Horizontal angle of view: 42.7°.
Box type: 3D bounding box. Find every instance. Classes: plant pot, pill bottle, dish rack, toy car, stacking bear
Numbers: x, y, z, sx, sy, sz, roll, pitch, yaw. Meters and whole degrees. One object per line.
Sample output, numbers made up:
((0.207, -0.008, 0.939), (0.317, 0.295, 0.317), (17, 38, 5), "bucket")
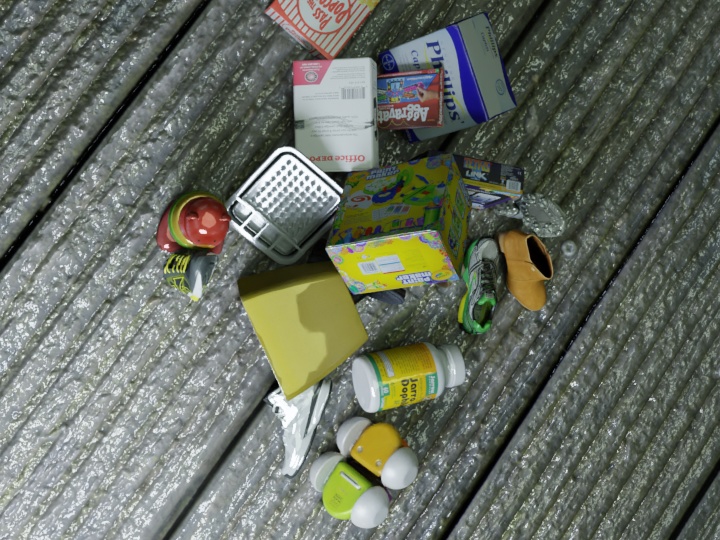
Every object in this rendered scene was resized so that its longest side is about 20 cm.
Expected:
((-0.097, 0.086, 1.641), (0.176, 0.200, 0.200), (-23, 101, -5), "plant pot")
((0.094, 0.200, 1.775), (0.200, 0.113, 0.113), (-10, 97, -19), "pill bottle")
((-0.132, -0.122, 1.674), (0.172, 0.044, 0.200), (40, 116, -16), "dish rack")
((0.018, 0.391, 1.755), (0.200, 0.175, 0.150), (-52, 143, -10), "toy car")
((-0.274, -0.082, 1.583), (0.121, 0.200, 0.114), (8, 89, -19), "stacking bear")

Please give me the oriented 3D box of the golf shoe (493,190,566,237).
((0.353, -0.117, 1.803), (0.097, 0.200, 0.078), (6, 109, -30), "golf shoe")

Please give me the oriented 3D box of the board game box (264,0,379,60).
((-0.057, -0.507, 1.713), (0.151, 0.046, 0.200), (39, 81, -17), "board game box")

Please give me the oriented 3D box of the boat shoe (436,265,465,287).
((0.141, -0.065, 1.800), (0.065, 0.072, 0.200), (-36, 106, -22), "boat shoe")

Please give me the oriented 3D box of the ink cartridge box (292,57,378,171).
((-0.043, -0.281, 1.687), (0.144, 0.084, 0.200), (-1, 95, 9), "ink cartridge box")

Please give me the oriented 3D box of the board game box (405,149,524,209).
((0.184, -0.170, 1.753), (0.200, 0.165, 0.057), (9, 82, -20), "board game box")

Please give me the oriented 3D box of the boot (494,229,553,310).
((0.341, 0.009, 1.827), (0.071, 0.144, 0.201), (-34, 109, -11), "boot")

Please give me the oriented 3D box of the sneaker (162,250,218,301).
((-0.301, 0.005, 1.588), (0.085, 0.200, 0.075), (25, 71, -8), "sneaker")

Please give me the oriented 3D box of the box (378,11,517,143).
((0.159, -0.353, 1.707), (0.105, 0.200, 0.184), (-30, 104, -43), "box")

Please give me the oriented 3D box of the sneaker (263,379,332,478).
((-0.137, 0.283, 1.735), (0.115, 0.076, 0.201), (20, 91, -3), "sneaker")

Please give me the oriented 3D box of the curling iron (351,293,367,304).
((-0.012, 0.064, 1.779), (0.200, 0.026, 0.050), (-43, 127, -17), "curling iron")

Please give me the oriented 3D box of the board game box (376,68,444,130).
((0.067, -0.311, 1.697), (0.019, 0.200, 0.103), (-5, 97, -50), "board game box")

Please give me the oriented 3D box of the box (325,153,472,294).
((0.070, -0.079, 1.575), (0.193, 0.200, 0.122), (-75, 147, -41), "box")

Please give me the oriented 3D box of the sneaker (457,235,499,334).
((0.249, 0.031, 1.832), (0.078, 0.085, 0.200), (4, 91, -19), "sneaker")

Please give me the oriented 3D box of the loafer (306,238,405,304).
((0.000, 0.000, 1.744), (0.200, 0.072, 0.063), (23, 67, -5), "loafer")
